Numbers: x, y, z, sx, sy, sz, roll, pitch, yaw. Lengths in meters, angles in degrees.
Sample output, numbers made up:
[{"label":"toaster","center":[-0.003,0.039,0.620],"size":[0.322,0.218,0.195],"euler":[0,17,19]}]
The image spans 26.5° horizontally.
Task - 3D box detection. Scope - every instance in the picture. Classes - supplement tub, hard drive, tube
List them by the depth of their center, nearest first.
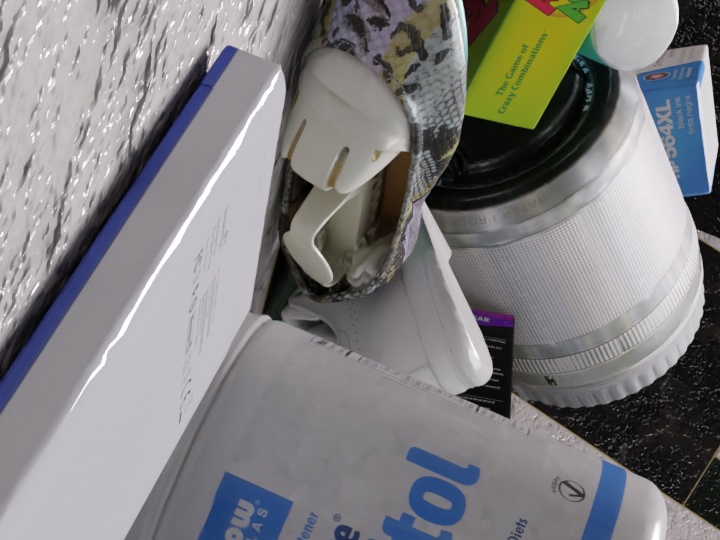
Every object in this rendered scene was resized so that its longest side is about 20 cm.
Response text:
[{"label":"hard drive","center":[-0.078,0.045,0.450],"size":[0.132,0.025,0.200],"euler":[104,10,-51]},{"label":"supplement tub","center":[0.009,0.109,0.612],"size":[0.132,0.199,0.133],"euler":[22,90,-84]},{"label":"tube","center":[0.102,-0.160,0.842],"size":[0.078,0.050,0.200],"euler":[-67,-152,13]}]

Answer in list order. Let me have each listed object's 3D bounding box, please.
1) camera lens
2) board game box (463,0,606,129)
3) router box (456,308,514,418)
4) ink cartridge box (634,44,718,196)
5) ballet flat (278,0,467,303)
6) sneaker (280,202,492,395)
[{"label":"camera lens","center":[0.112,-0.033,0.918],"size":[0.200,0.159,0.160],"euler":[57,48,-41]},{"label":"board game box","center":[0.096,-0.180,0.744],"size":[0.102,0.047,0.200],"euler":[-103,-149,-44]},{"label":"router box","center":[0.048,0.142,0.877],"size":[0.150,0.051,0.201],"euler":[-81,179,-46]},{"label":"ink cartridge box","center":[0.157,-0.102,1.126],"size":[0.146,0.199,0.085],"euler":[-53,135,-66]},{"label":"ballet flat","center":[-0.001,-0.046,0.616],"size":[0.201,0.072,0.072],"euler":[100,14,-57]},{"label":"sneaker","center":[0.000,0.000,0.758],"size":[0.075,0.088,0.200],"euler":[59,9,-30]}]
